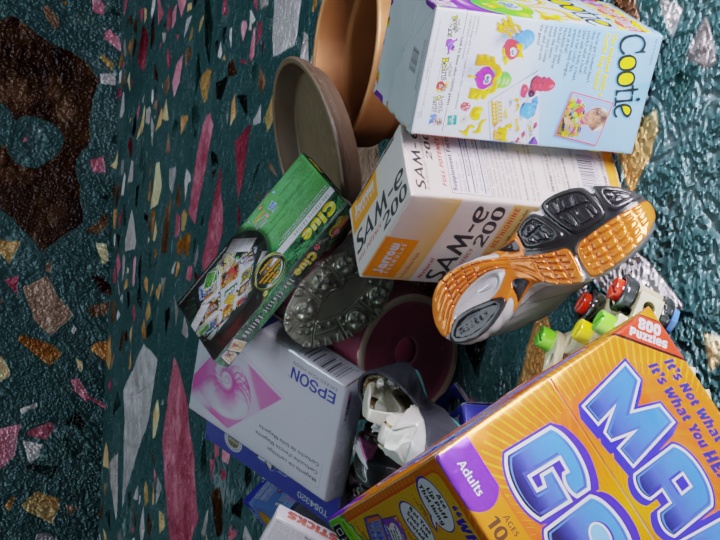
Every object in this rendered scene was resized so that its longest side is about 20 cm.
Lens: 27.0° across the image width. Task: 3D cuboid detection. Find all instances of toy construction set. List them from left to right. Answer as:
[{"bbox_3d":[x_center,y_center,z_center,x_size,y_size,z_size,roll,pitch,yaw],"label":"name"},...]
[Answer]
[{"bbox_3d":[0.190,0.081,1.154,0.199,0.092,0.132,-7,55,62],"label":"toy construction set"}]

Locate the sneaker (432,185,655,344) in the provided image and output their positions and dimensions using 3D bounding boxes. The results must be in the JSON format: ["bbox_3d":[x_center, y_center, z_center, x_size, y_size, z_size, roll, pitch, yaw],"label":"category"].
[{"bbox_3d":[0.155,-0.006,1.216,0.199,0.092,0.076,-29,73,25],"label":"sneaker"}]

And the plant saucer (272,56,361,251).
[{"bbox_3d":[-0.044,-0.120,1.528,0.200,0.029,0.202,166,90,-72],"label":"plant saucer"}]

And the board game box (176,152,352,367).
[{"bbox_3d":[-0.093,-0.011,1.462,0.200,0.023,0.105,-49,41,9],"label":"board game box"}]

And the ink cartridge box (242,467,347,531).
[{"bbox_3d":[-0.049,0.288,1.689,0.076,0.137,0.200,-43,11,-16],"label":"ink cartridge box"}]

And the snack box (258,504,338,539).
[{"bbox_3d":[-0.011,0.310,1.498,0.072,0.199,0.024,-60,4,28],"label":"snack box"}]

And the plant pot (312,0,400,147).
[{"bbox_3d":[0.045,-0.223,1.542,0.200,0.139,0.203,-176,90,-69],"label":"plant pot"}]

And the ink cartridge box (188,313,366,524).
[{"bbox_3d":[-0.091,0.145,1.528,0.195,0.043,0.202,29,123,29],"label":"ink cartridge box"}]

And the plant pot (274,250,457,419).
[{"bbox_3d":[-0.001,0.074,1.563,0.178,0.198,0.202,14,100,54],"label":"plant pot"}]

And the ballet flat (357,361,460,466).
[{"bbox_3d":[0.041,0.140,1.331,0.200,0.072,0.074,-124,43,-62],"label":"ballet flat"}]

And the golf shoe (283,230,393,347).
[{"bbox_3d":[0.000,0.000,1.477,0.200,0.078,0.097,-43,8,-12],"label":"golf shoe"}]

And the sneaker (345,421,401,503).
[{"bbox_3d":[0.022,0.215,1.525,0.200,0.080,0.087,19,-87,-85],"label":"sneaker"}]

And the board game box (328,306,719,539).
[{"bbox_3d":[0.137,0.183,1.018,0.201,0.199,0.200,57,152,6],"label":"board game box"}]

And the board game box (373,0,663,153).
[{"bbox_3d":[0.126,-0.168,1.221,0.103,0.198,0.106,-125,43,-60],"label":"board game box"}]

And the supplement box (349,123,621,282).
[{"bbox_3d":[0.105,-0.048,1.256,0.126,0.198,0.074,121,146,-51],"label":"supplement box"}]

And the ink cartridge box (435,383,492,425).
[{"bbox_3d":[0.106,0.207,1.364,0.137,0.076,0.202,130,142,-57],"label":"ink cartridge box"}]
